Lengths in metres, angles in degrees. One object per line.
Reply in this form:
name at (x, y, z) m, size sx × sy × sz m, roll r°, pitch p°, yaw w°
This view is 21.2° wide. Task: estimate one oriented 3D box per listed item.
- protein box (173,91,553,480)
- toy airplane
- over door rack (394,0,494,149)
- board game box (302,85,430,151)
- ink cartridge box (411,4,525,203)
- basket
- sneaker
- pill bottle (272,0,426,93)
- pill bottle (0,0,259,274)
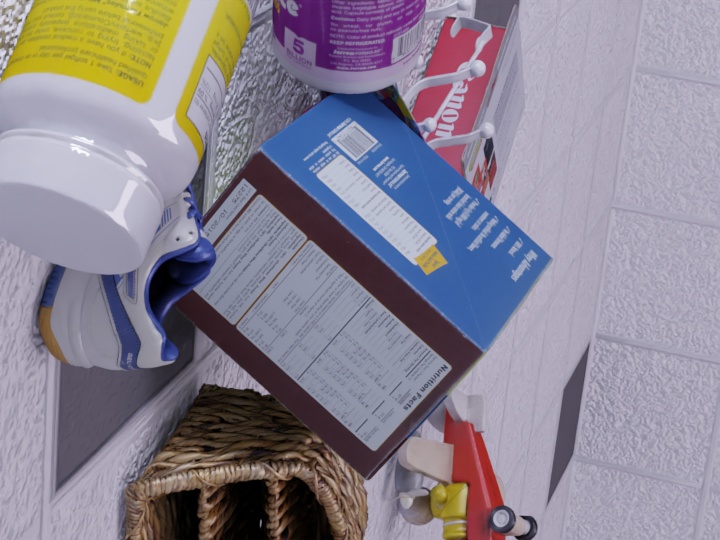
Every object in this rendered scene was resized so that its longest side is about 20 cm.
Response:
protein box at (0.000, 0.000, 1.345) m, size 0.135 × 0.200 × 0.199 m, roll -48°, pitch 179°, yaw 27°
toy airplane at (0.102, 0.234, 2.169) m, size 0.200 × 0.141 × 0.199 m, roll 56°, pitch 21°, yaw -17°
over door rack at (0.072, -0.179, 1.513) m, size 0.148 × 0.066 × 0.200 m, roll 76°, pitch 26°, yaw -47°
board game box at (-0.003, -0.098, 1.491) m, size 0.039 × 0.158 × 0.200 m, roll -32°, pitch 157°, yaw -14°
ink cartridge box at (0.098, -0.144, 1.903) m, size 0.176 × 0.083 × 0.201 m, roll 79°, pitch 27°, yaw -57°
basket at (-0.079, 0.208, 1.399) m, size 0.149 × 0.142 × 0.201 m, roll -57°, pitch 154°, yaw -56°
sneaker at (-0.121, -0.029, 1.167) m, size 0.075 × 0.088 × 0.201 m, roll 64°, pitch 39°, yaw -64°
pill bottle at (-0.006, -0.231, 1.326) m, size 0.112 × 0.112 × 0.201 m, roll -63°, pitch 164°, yaw -44°
pill bottle at (-0.128, -0.108, 1.028) m, size 0.114 × 0.114 × 0.201 m, roll 73°, pitch 32°, yaw -62°
